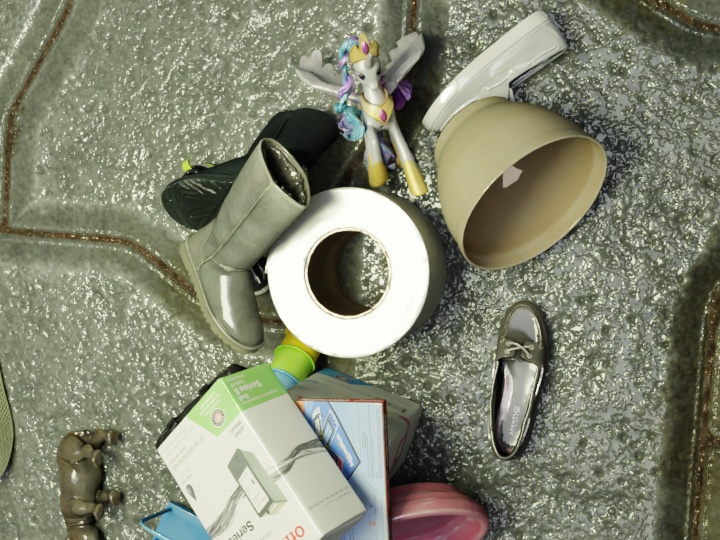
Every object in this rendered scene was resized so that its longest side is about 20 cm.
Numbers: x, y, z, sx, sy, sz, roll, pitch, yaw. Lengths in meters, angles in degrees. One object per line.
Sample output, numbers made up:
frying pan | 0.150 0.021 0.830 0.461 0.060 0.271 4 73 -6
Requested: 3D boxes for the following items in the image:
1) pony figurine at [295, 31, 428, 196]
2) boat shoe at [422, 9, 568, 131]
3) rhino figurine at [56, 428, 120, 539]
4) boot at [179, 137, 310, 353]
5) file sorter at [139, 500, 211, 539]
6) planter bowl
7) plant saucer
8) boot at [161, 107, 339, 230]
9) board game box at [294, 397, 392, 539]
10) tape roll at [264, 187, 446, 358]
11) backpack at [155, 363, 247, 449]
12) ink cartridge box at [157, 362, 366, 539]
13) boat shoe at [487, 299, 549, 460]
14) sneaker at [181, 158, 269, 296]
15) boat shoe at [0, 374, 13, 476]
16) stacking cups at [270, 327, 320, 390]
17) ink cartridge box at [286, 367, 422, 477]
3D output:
pony figurine | 0.018 -0.205 1.174 0.165 0.193 0.201 -17 116 0
boat shoe | 0.167 -0.229 1.192 0.200 0.072 0.069 -40 83 3
rhino figurine | -0.384 0.318 1.349 0.087 0.060 0.202 3 95 28
boot | -0.117 -0.024 1.119 0.200 0.072 0.183 -38 79 32
file sorter | -0.250 0.432 1.266 0.138 0.123 0.201 23 90 13
planter bowl | 0.170 -0.119 1.142 0.200 0.200 0.135 -42 55 12
plant saucer | 0.057 0.313 1.188 0.199 0.201 0.051 -21 55 14
boot | -0.134 -0.131 1.224 0.199 0.169 0.077 -9 122 23
board game box | -0.018 0.242 1.075 0.102 0.019 0.202 -1 96 14
tape roll | 0.000 0.000 1.201 0.201 0.139 0.205 1 93 15
backpack | -0.140 0.250 1.255 0.163 0.154 0.200 -47 60 7
ink cartridge box | -0.110 0.228 1.055 0.146 0.084 0.201 -47 70 31
boat shoe | 0.195 0.138 1.200 0.066 0.057 0.202 8 94 13
sneaker | -0.185 -0.053 1.273 0.071 0.083 0.201 -31 85 13
boat shoe | -0.546 0.203 1.381 0.062 0.075 0.202 -14 84 19
stacking cups | -0.101 0.157 1.209 0.060 0.201 0.061 13 139 12
ink cartridge box | -0.019 0.195 1.182 0.144 0.200 0.085 20 97 12
